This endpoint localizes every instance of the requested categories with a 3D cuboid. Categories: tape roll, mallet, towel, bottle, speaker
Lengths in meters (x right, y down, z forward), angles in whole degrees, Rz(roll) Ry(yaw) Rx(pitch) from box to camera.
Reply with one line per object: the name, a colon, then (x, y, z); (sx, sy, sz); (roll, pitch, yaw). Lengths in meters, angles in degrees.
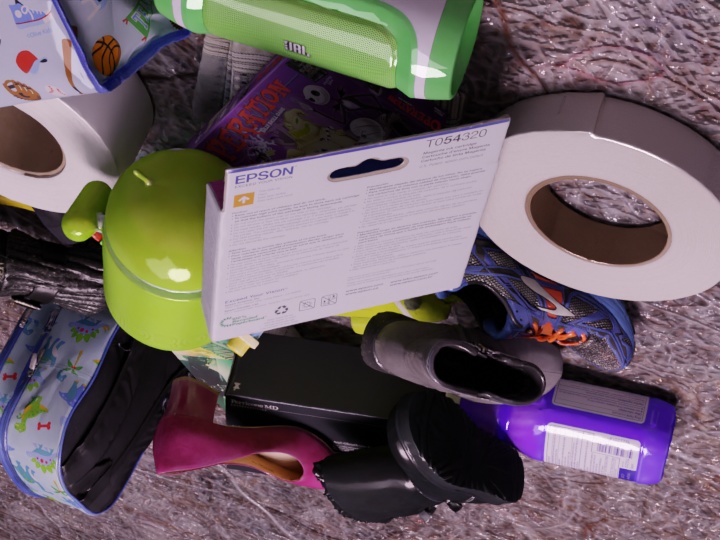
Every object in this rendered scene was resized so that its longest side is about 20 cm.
tape roll: (-0.269, -0.132, 1.244); (0.202, 0.071, 0.203); (17, 151, 9)
mallet: (-0.339, -0.074, 1.433); (0.199, 0.041, 0.066); (15, 152, 21)
towel: (-0.030, -0.111, 1.148); (0.199, 0.035, 0.193); (22, 152, 3)
bottle: (0.174, 0.133, 1.376); (0.199, 0.065, 0.084); (11, 146, 12)
speaker: (-0.027, -0.171, 0.992); (0.199, 0.089, 0.089); (18, 151, 9)
tape roll: (0.173, -0.048, 1.111); (0.202, 0.037, 0.203); (17, 152, 10)

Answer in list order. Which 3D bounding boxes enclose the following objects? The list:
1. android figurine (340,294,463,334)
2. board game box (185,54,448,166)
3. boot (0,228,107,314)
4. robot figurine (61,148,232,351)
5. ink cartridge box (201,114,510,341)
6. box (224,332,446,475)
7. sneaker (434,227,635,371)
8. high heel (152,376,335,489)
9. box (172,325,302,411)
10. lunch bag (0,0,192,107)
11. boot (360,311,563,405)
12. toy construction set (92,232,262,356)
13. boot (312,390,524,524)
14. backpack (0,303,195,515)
android figurine: (0.000, 0.000, 1.308); (0.199, 0.041, 0.182); (5, 150, 31)
board game box: (-0.038, -0.095, 1.132); (0.120, 0.032, 0.200); (35, 147, -14)
boot: (-0.331, -0.009, 1.492); (0.157, 0.080, 0.211); (3, -167, -28)
robot figurine: (-0.137, -0.014, 1.182); (0.175, 0.116, 0.200); (16, 152, -1)
ink cartridge box: (-0.009, -0.038, 1.069); (0.196, 0.043, 0.200); (-11, 146, -16)
box: (-0.024, 0.136, 1.473); (0.199, 0.079, 0.141); (9, 146, 1)
sneaker: (0.130, 0.030, 1.230); (0.200, 0.079, 0.075); (31, 151, -15)
high heel: (-0.097, 0.177, 1.399); (0.200, 0.096, 0.067); (36, 137, -30)
box: (-0.098, 0.108, 1.570); (0.144, 0.036, 0.200); (3, 144, 31)
lunch bag: (-0.235, -0.214, 1.030); (0.170, 0.124, 0.201); (-1, 122, 39)
boot: (0.109, 0.083, 1.252); (0.199, 0.070, 0.132); (6, -175, -32)
toy construction set: (-0.161, -0.019, 1.338); (0.131, 0.092, 0.200); (31, 154, 41)
boot: (0.032, 0.168, 1.354); (0.162, 0.074, 0.198); (-11, 152, 32)
backpack: (-0.282, 0.133, 1.569); (0.146, 0.201, 0.183); (12, 151, 23)
